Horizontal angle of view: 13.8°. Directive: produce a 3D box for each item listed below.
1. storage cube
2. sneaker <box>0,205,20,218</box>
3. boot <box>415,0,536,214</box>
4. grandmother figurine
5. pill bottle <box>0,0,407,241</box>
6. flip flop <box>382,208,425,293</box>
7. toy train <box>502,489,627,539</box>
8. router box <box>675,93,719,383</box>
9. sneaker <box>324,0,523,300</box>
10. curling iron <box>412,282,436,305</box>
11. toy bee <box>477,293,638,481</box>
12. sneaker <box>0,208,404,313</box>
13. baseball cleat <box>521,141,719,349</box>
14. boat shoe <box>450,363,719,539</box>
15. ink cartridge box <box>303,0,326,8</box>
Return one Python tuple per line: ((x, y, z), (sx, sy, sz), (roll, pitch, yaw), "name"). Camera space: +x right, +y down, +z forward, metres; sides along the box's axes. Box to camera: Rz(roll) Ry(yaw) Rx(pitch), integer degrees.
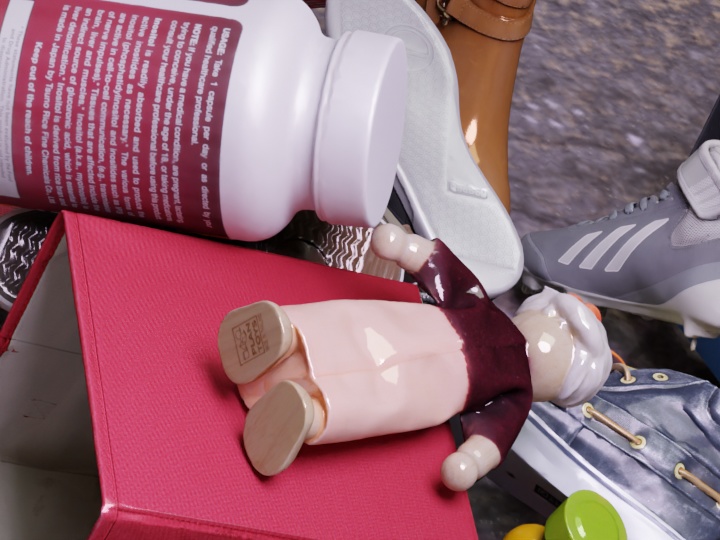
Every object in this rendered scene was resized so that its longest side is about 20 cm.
((-0.072, 0.107, 1.309), (0.179, 0.171, 0.201), (11, 42, -25), "storage cube")
((-0.131, -0.082, 1.455), (0.087, 0.200, 0.074), (45, 7, 7), "sneaker")
((0.068, -0.121, 1.655), (0.073, 0.155, 0.201), (10, 43, -24), "boot")
((0.031, 0.037, 1.277), (0.199, 0.060, 0.122), (-1, 76, -42), "grandmother figurine")
((-0.085, -0.074, 1.320), (0.199, 0.113, 0.113), (9, 38, 10), "pill bottle")
((0.000, 0.000, 1.470), (0.058, 0.081, 0.200), (-86, 152, -48), "flip flop")
((0.077, 0.137, 1.392), (0.085, 0.116, 0.200), (-27, 78, -47), "toy train")
((0.234, -0.023, 1.565), (0.051, 0.201, 0.149), (-10, 50, -32), "router box")
((0.016, -0.057, 1.588), (0.070, 0.099, 0.201), (-14, 72, -27), "sneaker")
((0.020, 0.105, 1.383), (0.049, 0.201, 0.026), (10, -2, 8), "curling iron")
((0.126, 0.071, 1.508), (0.131, 0.109, 0.199), (23, 17, 39), "toy bee")
((-0.082, -0.005, 1.404), (0.199, 0.085, 0.073), (2, 81, -10), "sneaker")
((0.162, -0.019, 1.567), (0.069, 0.107, 0.200), (10, 4, -40), "baseball cleat")
((0.108, 0.071, 1.437), (0.200, 0.071, 0.091), (39, 71, 6), "boat shoe")
((-0.110, -0.204, 1.630), (0.199, 0.083, 0.147), (12, -1, -24), "ink cartridge box")
